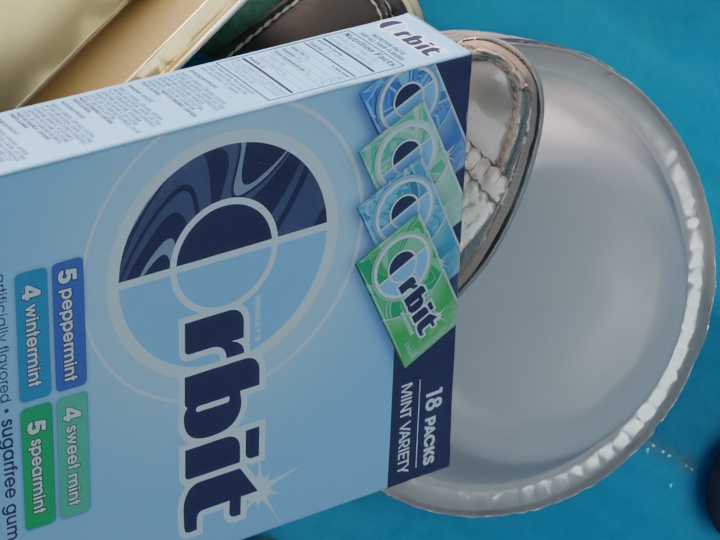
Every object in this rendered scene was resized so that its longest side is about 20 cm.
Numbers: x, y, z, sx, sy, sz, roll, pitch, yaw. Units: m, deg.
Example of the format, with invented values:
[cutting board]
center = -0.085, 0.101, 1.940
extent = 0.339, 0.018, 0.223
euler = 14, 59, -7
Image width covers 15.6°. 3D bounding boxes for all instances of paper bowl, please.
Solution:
[paper bowl]
center = 0.055, 0.003, 1.096
extent = 0.199, 0.104, 0.202
euler = -4, 100, -21

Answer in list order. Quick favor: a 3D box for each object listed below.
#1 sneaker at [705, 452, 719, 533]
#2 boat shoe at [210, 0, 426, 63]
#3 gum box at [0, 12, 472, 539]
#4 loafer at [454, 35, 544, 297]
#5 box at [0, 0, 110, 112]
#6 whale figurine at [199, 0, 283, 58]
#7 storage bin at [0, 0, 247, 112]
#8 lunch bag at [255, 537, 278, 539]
[sneaker]
center = 0.257, 0.096, 1.197
extent = 0.199, 0.082, 0.071
euler = -5, 99, -20
[boat shoe]
center = -0.055, -0.030, 0.959
extent = 0.072, 0.066, 0.201
euler = 47, 107, 15
[gum box]
center = -0.057, 0.015, 0.901
extent = 0.199, 0.045, 0.171
euler = -17, 124, -29
[loafer]
center = 0.000, 0.000, 0.997
extent = 0.072, 0.063, 0.200
euler = 38, 101, 5
[box]
center = -0.191, -0.092, 0.987
extent = 0.148, 0.104, 0.201
euler = -38, 109, -13
[whale figurine]
center = -0.057, -0.162, 1.007
extent = 0.103, 0.159, 0.201
euler = -31, 124, 2
[storage bin]
center = -0.166, -0.114, 0.887
extent = 0.199, 0.094, 0.200
euler = -45, 110, -9
[lunch bag]
center = -0.087, 0.194, 1.033
extent = 0.199, 0.164, 0.119
euler = -12, 107, -20
